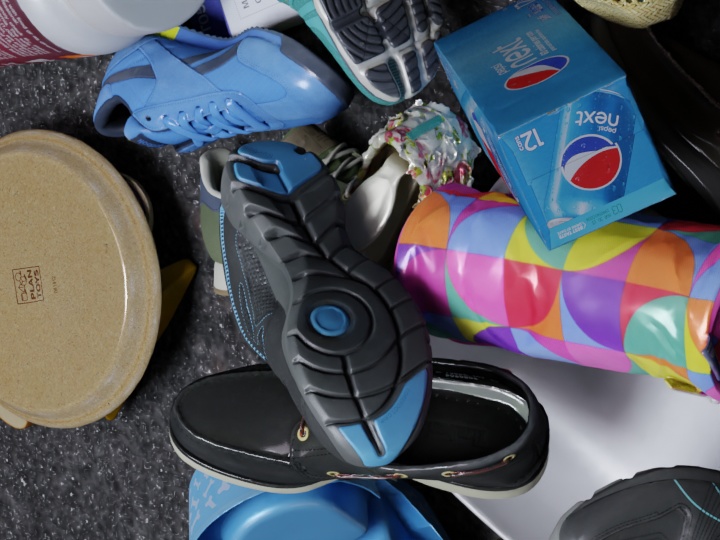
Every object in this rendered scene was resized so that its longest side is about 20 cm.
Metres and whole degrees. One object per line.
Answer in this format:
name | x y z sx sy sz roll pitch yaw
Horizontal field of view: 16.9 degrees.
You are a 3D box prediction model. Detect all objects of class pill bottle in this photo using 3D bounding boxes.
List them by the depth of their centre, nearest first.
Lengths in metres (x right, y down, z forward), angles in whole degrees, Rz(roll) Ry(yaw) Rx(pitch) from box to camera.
pill bottle | -0.179 -0.179 1.411 0.199 0.114 0.115 0 102 50

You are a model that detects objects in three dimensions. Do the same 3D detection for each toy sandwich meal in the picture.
toy sandwich meal | -0.187 0.009 1.519 0.204 0.070 0.206 6 101 35

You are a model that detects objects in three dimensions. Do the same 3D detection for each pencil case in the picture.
pencil case | 0.112 0.012 1.182 0.199 0.088 0.089 14 109 37

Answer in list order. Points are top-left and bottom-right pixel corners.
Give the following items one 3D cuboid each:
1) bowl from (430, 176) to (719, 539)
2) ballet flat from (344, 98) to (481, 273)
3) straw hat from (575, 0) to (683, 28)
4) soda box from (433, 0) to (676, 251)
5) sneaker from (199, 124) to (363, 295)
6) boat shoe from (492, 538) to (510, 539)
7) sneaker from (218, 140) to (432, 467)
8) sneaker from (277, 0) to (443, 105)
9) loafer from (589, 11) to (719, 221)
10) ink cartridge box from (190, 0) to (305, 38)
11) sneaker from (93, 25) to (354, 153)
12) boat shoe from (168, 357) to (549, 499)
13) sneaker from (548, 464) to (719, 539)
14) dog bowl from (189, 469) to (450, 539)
bowl | 0.131 0.056 1.276 0.199 0.074 0.201 39 123 24
ballet flat | 0.000 0.000 1.288 0.075 0.064 0.201 32 117 26
straw hat | 0.129 -0.168 1.192 0.200 0.201 0.085 16 142 34
soda box | 0.091 -0.078 1.191 0.068 0.200 0.064 -25 109 1
sneaker | -0.019 -0.040 1.371 0.199 0.067 0.090 -6 103 42
boat shoe | 0.045 0.231 1.338 0.072 0.068 0.200 28 124 -6
sneaker | -0.019 0.027 1.216 0.082 0.073 0.201 105 152 -44
sneaker | -0.025 -0.170 1.305 0.200 0.077 0.080 56 147 14
loafer | 0.191 -0.064 1.213 0.071 0.073 0.200 -39 74 6
ink cartridge box | -0.061 -0.237 1.373 0.199 0.041 0.201 -19 90 40
sneaker | -0.081 -0.093 1.372 0.200 0.079 0.066 11 152 50
boat shoe | -0.003 0.074 1.245 0.200 0.063 0.074 4 63 10
sneaker | 0.190 0.144 1.178 0.079 0.199 0.076 -99 12 -50
dog bowl | -0.021 0.147 1.353 0.111 0.200 0.050 -31 52 16
